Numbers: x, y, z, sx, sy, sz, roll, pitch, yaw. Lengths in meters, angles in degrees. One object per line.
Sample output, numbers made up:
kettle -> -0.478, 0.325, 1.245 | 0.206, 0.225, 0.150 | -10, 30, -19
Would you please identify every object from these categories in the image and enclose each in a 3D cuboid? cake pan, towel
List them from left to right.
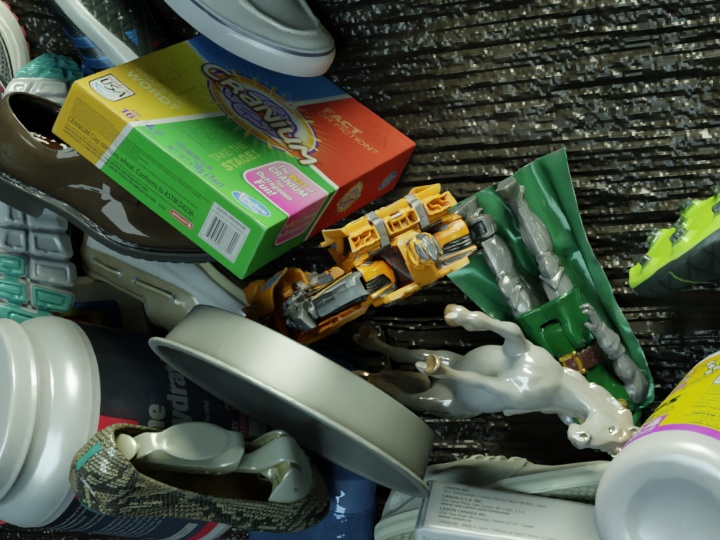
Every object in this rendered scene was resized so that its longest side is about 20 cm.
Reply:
cake pan -> -0.038, 0.079, 1.121 | 0.200, 0.200, 0.037 | 25, 78, 20
towel -> -0.031, 0.149, 1.274 | 0.111, 0.048, 0.201 | 20, 115, 41

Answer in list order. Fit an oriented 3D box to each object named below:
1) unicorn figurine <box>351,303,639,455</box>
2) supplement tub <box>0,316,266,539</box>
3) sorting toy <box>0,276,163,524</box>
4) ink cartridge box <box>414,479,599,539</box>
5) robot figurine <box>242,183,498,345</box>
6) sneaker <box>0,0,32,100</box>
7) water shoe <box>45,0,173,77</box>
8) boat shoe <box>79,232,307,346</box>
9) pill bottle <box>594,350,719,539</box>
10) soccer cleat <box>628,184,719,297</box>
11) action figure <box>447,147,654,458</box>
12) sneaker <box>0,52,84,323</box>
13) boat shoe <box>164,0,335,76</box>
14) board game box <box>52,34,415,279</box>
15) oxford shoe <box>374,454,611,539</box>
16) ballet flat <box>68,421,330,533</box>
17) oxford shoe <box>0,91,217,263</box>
unicorn figurine -> 0.083, 0.072, 1.111 | 0.200, 0.137, 0.074 | 15, 82, 57
supplement tub -> -0.177, 0.108, 1.221 | 0.140, 0.199, 0.141 | -19, 65, 48
sorting toy -> -0.239, 0.111, 1.376 | 0.199, 0.070, 0.200 | -2, 107, 30
ink cartridge box -> 0.136, 0.221, 1.192 | 0.199, 0.044, 0.174 | 8, 138, 9
robot figurine -> 0.000, 0.000, 1.113 | 0.058, 0.145, 0.200 | 63, 155, 2
sneaker -> -0.304, -0.186, 1.299 | 0.080, 0.075, 0.201 | -16, 100, 33
water shoe -> -0.175, -0.146, 1.243 | 0.200, 0.071, 0.079 | 51, 126, 4
boat shoe -> -0.115, 0.012, 1.262 | 0.200, 0.075, 0.069 | 33, 106, 27
pill bottle -> 0.216, 0.108, 1.039 | 0.104, 0.200, 0.105 | 10, 113, 26
soccer cleat -> 0.247, -0.024, 1.058 | 0.200, 0.068, 0.081 | -34, 103, 34
action figure -> 0.129, 0.036, 1.154 | 0.118, 0.055, 0.201 | -28, 97, 31
sneaker -> -0.239, -0.056, 1.299 | 0.091, 0.077, 0.201 | 173, 107, -71
boat shoe -> -0.091, -0.204, 1.179 | 0.200, 0.071, 0.070 | 40, 125, 19
board game box -> -0.074, -0.083, 1.132 | 0.153, 0.200, 0.040 | 37, 121, 12
oxford shoe -> 0.095, 0.149, 1.209 | 0.199, 0.058, 0.075 | -17, 138, 32
ballet flat -> -0.087, 0.128, 1.152 | 0.075, 0.199, 0.068 | -49, 46, 37
oxford shoe -> -0.158, -0.063, 1.204 | 0.199, 0.073, 0.085 | 20, 127, -3
